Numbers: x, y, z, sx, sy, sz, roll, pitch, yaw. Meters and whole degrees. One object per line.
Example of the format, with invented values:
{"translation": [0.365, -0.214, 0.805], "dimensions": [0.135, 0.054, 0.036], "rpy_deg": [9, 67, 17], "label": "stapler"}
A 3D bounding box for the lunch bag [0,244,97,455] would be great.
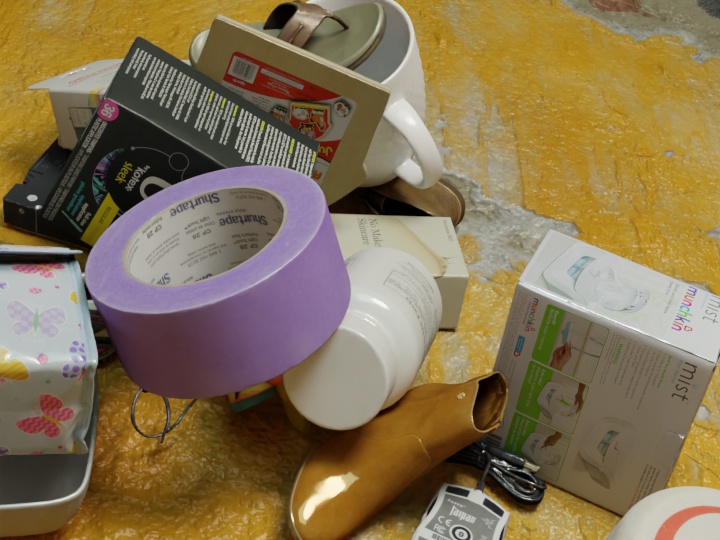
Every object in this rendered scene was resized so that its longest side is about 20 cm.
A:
{"translation": [-0.301, 0.043, 0.971], "dimensions": [0.167, 0.128, 0.201], "rpy_deg": [1, 34, -19], "label": "lunch bag"}

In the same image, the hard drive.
{"translation": [-0.255, -0.072, 1.305], "dimensions": [0.198, 0.038, 0.140], "rpy_deg": [15, 39, 7], "label": "hard drive"}

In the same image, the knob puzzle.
{"translation": [-0.084, -0.130, 1.185], "dimensions": [0.217, 0.221, 0.031], "rpy_deg": [10, 38, 0], "label": "knob puzzle"}

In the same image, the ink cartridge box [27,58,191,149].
{"translation": [-0.237, -0.171, 1.281], "dimensions": [0.198, 0.068, 0.117], "rpy_deg": [9, 29, 37], "label": "ink cartridge box"}

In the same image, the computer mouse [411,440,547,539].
{"translation": [0.085, 0.213, 1.037], "dimensions": [0.109, 0.044, 0.200], "rpy_deg": [25, 35, 10], "label": "computer mouse"}

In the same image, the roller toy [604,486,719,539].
{"translation": [0.251, 0.269, 0.926], "dimensions": [0.199, 0.140, 0.183], "rpy_deg": [-19, 58, -35], "label": "roller toy"}

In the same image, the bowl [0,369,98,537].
{"translation": [-0.315, 0.138, 1.007], "dimensions": [0.197, 0.075, 0.201], "rpy_deg": [2, 41, -11], "label": "bowl"}

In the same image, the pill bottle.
{"translation": [0.002, 0.059, 1.072], "dimensions": [0.113, 0.116, 0.200], "rpy_deg": [17, 19, 8], "label": "pill bottle"}

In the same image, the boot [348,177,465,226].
{"translation": [0.016, -0.097, 1.361], "dimensions": [0.198, 0.074, 0.075], "rpy_deg": [26, 27, 15], "label": "boot"}

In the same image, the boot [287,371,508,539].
{"translation": [0.036, 0.148, 1.021], "dimensions": [0.071, 0.143, 0.201], "rpy_deg": [58, 38, -10], "label": "boot"}

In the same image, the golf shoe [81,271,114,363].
{"translation": [-0.198, 0.034, 1.152], "dimensions": [0.198, 0.089, 0.077], "rpy_deg": [-6, 40, -22], "label": "golf shoe"}

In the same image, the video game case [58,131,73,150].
{"translation": [-0.211, -0.164, 1.388], "dimensions": [0.180, 0.022, 0.200], "rpy_deg": [18, 35, 9], "label": "video game case"}

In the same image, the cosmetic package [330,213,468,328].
{"translation": [0.000, 0.000, 1.250], "dimensions": [0.197, 0.074, 0.104], "rpy_deg": [0, 39, -12], "label": "cosmetic package"}

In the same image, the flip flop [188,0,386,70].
{"translation": [-0.073, -0.227, 1.188], "dimensions": [0.197, 0.058, 0.082], "rpy_deg": [-3, 56, 10], "label": "flip flop"}

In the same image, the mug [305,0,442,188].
{"translation": [0.012, -0.159, 1.269], "dimensions": [0.147, 0.176, 0.200], "rpy_deg": [-38, 58, -14], "label": "mug"}

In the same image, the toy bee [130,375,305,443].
{"translation": [-0.087, 0.092, 1.089], "dimensions": [0.131, 0.108, 0.201], "rpy_deg": [52, 47, -19], "label": "toy bee"}

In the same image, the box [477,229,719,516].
{"translation": [0.208, 0.096, 1.079], "dimensions": [0.175, 0.202, 0.097], "rpy_deg": [21, 39, 15], "label": "box"}

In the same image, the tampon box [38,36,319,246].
{"translation": [-0.161, -0.082, 1.130], "dimensions": [0.199, 0.150, 0.127], "rpy_deg": [30, 33, -14], "label": "tampon box"}

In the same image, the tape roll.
{"translation": [-0.112, 0.005, 0.987], "dimensions": [0.198, 0.086, 0.201], "rpy_deg": [-13, 34, 9], "label": "tape roll"}
